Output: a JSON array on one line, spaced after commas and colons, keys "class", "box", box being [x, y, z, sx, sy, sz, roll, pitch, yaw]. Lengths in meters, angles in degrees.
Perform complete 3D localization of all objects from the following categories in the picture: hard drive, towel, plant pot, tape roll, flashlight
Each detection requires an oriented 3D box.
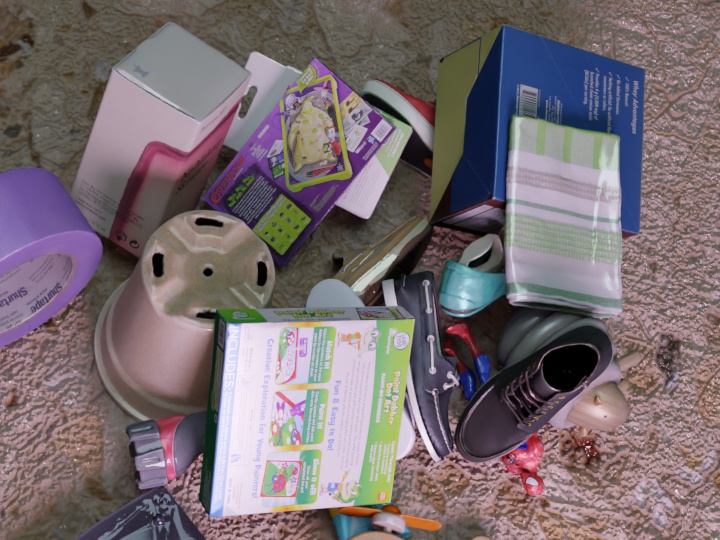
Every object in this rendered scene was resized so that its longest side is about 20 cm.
[{"class": "hard drive", "box": [-0.234, 0.314, 1.485, 0.199, 0.042, 0.135, -35, 76, -28]}, {"class": "towel", "box": [0.218, -0.057, 1.629, 0.148, 0.031, 0.202, 8, 77, -29]}, {"class": "plant pot", "box": [-0.166, 0.041, 1.566, 0.198, 0.184, 0.202, 6, 62, -11]}, {"class": "tape roll", "box": [-0.362, -0.005, 1.531, 0.199, 0.200, 0.085, -29, 72, -26]}, {"class": "flashlight", "box": [-0.132, 0.165, 1.542, 0.198, 0.068, 0.068, -10, 94, -11]}]

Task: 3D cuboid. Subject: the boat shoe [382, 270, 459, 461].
[{"class": "boat shoe", "box": [0.074, 0.099, 1.635, 0.060, 0.076, 0.202, -16, 85, 6]}]

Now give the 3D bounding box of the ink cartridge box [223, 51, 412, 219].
[{"class": "ink cartridge box", "box": [-0.053, -0.153, 1.736, 0.199, 0.067, 0.118, 27, 96, 0]}]

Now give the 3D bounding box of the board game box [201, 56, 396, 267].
[{"class": "board game box", "box": [-0.067, -0.118, 1.692, 0.120, 0.032, 0.200, 40, 98, -5]}]

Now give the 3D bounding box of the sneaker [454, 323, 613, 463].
[{"class": "sneaker", "box": [0.165, 0.126, 1.561, 0.200, 0.106, 0.075, -43, 81, 13]}]

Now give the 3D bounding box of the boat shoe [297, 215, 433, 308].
[{"class": "boat shoe", "box": [0.000, 0.000, 1.700, 0.076, 0.072, 0.200, 34, 59, 19]}]

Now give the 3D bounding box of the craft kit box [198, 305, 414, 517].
[{"class": "craft kit box", "box": [-0.053, 0.135, 1.503, 0.195, 0.202, 0.049, 1, 17, -22]}]

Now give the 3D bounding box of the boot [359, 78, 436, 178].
[{"class": "boot", "box": [0.103, -0.185, 1.823, 0.199, 0.072, 0.145, 37, 59, -3]}]

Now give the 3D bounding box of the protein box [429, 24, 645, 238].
[{"class": "protein box", "box": [0.199, -0.141, 1.729, 0.198, 0.135, 0.201, 12, 75, -28]}]

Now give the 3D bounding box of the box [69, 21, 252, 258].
[{"class": "box", "box": [-0.214, -0.135, 1.622, 0.108, 0.201, 0.128, 32, 39, 4]}]

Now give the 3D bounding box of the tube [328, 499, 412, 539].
[{"class": "tube", "box": [-0.021, 0.198, 1.604, 0.077, 0.050, 0.201, -20, 75, -16]}]

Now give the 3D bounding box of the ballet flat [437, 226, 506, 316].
[{"class": "ballet flat", "box": [0.155, -0.009, 1.675, 0.067, 0.071, 0.199, 22, 27, 32]}]

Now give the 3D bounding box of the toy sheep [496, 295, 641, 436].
[{"class": "toy sheep", "box": [0.216, 0.094, 1.671, 0.137, 0.139, 0.200, -27, 57, -25]}]

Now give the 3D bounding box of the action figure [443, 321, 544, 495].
[{"class": "action figure", "box": [0.140, 0.154, 1.655, 0.051, 0.065, 0.201, -13, 63, -44]}]

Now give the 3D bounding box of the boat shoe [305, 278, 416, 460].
[{"class": "boat shoe", "box": [0.005, 0.101, 1.622, 0.071, 0.068, 0.201, -28, 90, 11]}]

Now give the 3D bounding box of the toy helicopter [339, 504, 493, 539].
[{"class": "toy helicopter", "box": [0.055, 0.293, 1.557, 0.198, 0.079, 0.134, -3, 69, -31]}]
